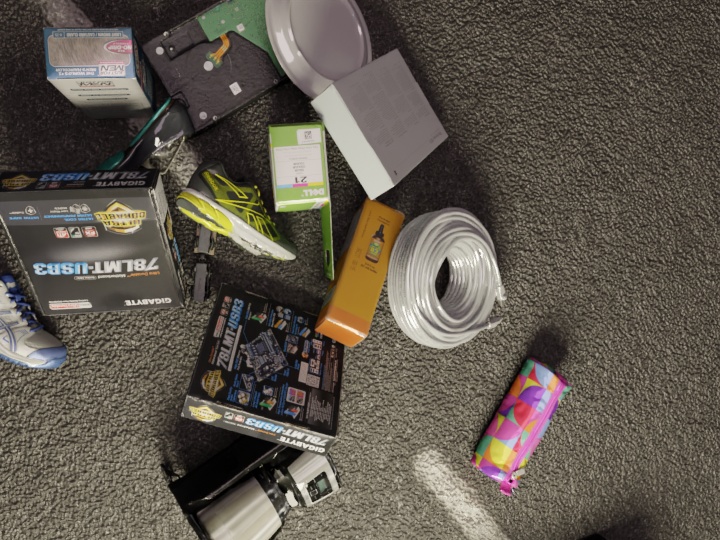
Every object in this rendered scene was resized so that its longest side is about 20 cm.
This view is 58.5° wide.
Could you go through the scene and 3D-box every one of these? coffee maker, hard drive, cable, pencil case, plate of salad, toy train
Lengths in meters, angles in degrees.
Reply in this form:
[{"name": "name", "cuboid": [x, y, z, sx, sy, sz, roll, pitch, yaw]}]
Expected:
[{"name": "coffee maker", "cuboid": [-0.151, 0.278, 0.882, 0.198, 0.136, 0.192, -33, 64, -23]}, {"name": "hard drive", "cuboid": [-0.192, -0.303, 0.921, 0.198, 0.038, 0.142, -34, 97, -8]}, {"name": "cable", "cuboid": [0.124, 0.010, 0.936, 0.197, 0.068, 0.205, -22, 109, -36]}, {"name": "pencil case", "cuboid": [0.251, 0.240, 1.000, 0.087, 0.088, 0.203, 30, 85, -10]}, {"name": "plate of salad", "cuboid": [-0.060, -0.333, 0.918, 0.197, 0.047, 0.206, 8, 78, -43]}, {"name": "toy train", "cuboid": [-0.219, -0.057, 0.917, 0.033, 0.046, 0.206, 6, 91, -6]}]

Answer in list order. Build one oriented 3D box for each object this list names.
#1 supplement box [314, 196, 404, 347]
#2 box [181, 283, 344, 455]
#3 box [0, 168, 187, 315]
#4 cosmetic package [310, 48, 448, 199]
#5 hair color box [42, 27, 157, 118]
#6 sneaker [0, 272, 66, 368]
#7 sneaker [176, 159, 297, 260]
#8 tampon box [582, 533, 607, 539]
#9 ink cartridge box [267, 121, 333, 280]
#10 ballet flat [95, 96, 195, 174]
[{"name": "supplement box", "cuboid": [0.000, 0.000, 0.919, 0.065, 0.069, 0.204, 24, 66, -11]}, {"name": "box", "cuboid": [-0.121, 0.129, 0.869, 0.194, 0.203, 0.050, 17, 130, -12]}, {"name": "box", "cuboid": [-0.337, -0.032, 0.824, 0.194, 0.050, 0.202, -2, 130, -3]}, {"name": "cosmetic package", "cuboid": [0.034, -0.211, 0.902, 0.152, 0.051, 0.200, 55, 41, -8]}, {"name": "hair color box", "cuboid": [-0.320, -0.244, 0.813, 0.097, 0.200, 0.062, -5, 92, -11]}, {"name": "sneaker", "cuboid": [-0.473, 0.054, 0.851, 0.197, 0.075, 0.089, 32, 89, -11]}, {"name": "sneaker", "cuboid": [-0.154, -0.079, 0.889, 0.199, 0.073, 0.086, 33, 72, -40]}, {"name": "tampon box", "cuboid": [0.369, 0.557, 1.007, 0.146, 0.126, 0.205, -16, 94, -10]}, {"name": "ink cartridge box", "cuboid": [-0.083, -0.089, 0.890, 0.074, 0.148, 0.206, -5, 92, -8]}, {"name": "ballet flat", "cuboid": [-0.304, -0.148, 0.881, 0.199, 0.073, 0.073, -42, 98, 4]}]
